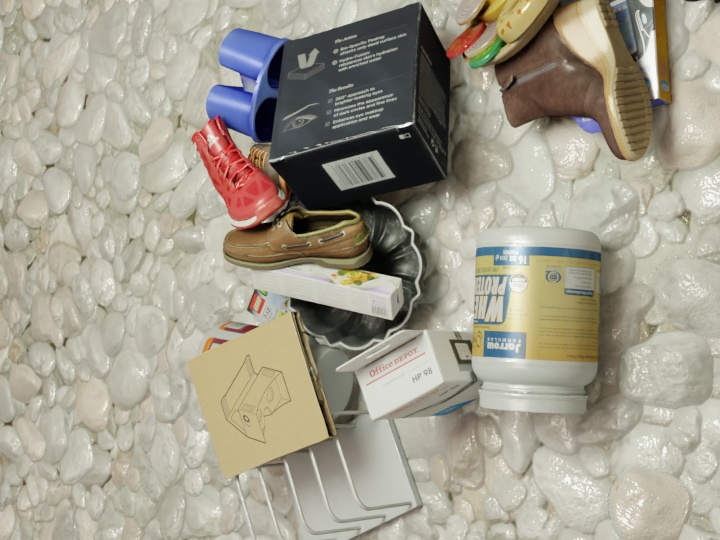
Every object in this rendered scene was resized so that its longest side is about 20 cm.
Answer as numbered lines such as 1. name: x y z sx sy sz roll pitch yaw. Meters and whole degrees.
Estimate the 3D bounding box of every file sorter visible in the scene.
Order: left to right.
1. file sorter: -0.050 0.280 1.496 0.199 0.124 0.140 -33 67 32

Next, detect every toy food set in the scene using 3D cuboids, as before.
1. toy food set: 0.176 -0.326 1.363 0.197 0.048 0.202 -30 37 50

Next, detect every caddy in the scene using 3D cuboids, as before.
1. caddy: -0.125 -0.247 1.553 0.104 0.200 0.143 18 102 12

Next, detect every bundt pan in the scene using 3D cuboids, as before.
1. bundt pan: 0.000 0.000 1.491 0.199 0.076 0.205 0 91 23

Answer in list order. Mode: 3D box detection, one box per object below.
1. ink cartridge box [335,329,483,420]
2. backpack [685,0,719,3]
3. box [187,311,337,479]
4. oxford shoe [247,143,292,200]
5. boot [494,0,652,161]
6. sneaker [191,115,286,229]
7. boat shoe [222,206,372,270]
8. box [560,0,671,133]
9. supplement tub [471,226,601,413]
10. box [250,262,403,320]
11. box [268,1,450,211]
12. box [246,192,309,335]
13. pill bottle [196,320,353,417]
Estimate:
1. ink cartridge box: 0.077 0.125 1.361 0.115 0.199 0.067 -32 68 32
2. backpack: 0.376 -0.411 1.209 0.176 0.150 0.202 -21 64 21
3. box: -0.128 0.162 1.465 0.199 0.021 0.166 -25 79 35
4. oxford shoe: -0.120 -0.137 1.544 0.072 0.200 0.072 20 86 -6
5. boot: 0.239 -0.195 1.312 0.166 0.072 0.203 -27 71 47
6. sneaker: -0.169 -0.128 1.464 0.078 0.116 0.200 -38 26 -12
7. boat shoe: -0.083 -0.048 1.436 0.197 0.069 0.072 -2 42 14
8. box: 0.293 -0.261 1.327 0.118 0.041 0.203 -6 85 38
9. supplement tub: 0.199 0.056 1.305 0.143 0.144 0.203 0 86 38
10. box: -0.042 0.017 1.441 0.198 0.039 0.042 11 130 23
11. box: 0.004 -0.202 1.434 0.194 0.118 0.202 -11 54 23
12. box: -0.080 -0.009 1.600 0.110 0.035 0.202 31 105 35
13. pill bottle: -0.115 0.137 1.538 0.198 0.114 0.116 8 91 36
